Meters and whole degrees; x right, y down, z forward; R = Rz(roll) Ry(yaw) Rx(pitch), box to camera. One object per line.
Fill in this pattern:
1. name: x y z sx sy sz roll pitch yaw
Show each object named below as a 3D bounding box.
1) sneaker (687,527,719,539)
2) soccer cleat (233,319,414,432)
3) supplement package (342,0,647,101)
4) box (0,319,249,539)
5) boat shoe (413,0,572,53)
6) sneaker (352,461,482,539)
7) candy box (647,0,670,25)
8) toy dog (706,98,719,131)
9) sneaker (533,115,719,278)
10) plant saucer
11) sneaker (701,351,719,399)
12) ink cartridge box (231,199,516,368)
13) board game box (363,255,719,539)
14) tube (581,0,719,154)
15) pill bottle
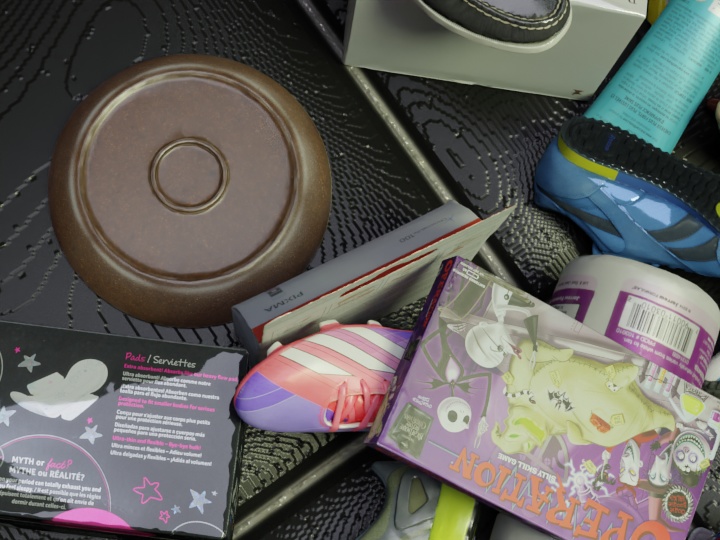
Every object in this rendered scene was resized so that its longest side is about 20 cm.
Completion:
1. sneaker: 0.196 0.217 0.809 0.199 0.071 0.113 6 80 -12
2. soccer cleat: 0.024 0.072 0.739 0.199 0.067 0.077 -5 43 -31
3. supplement package: 0.095 -0.249 0.871 0.190 0.147 0.201 8 75 -3
4. box: -0.171 0.102 0.771 0.199 0.132 0.115 8 74 -3
5. boat shoe: 0.046 -0.209 0.748 0.200 0.060 0.074 43 77 8
6. sneaker: 0.020 0.215 0.803 0.081 0.074 0.201 15 73 15
7. candy box: 0.259 -0.270 0.880 0.102 0.201 0.026 -12 39 -9
8. toy dog: 0.331 -0.130 0.895 0.199 0.132 0.096 -16 40 -13
9. sneaker: 0.213 -0.030 0.864 0.199 0.079 0.066 29 40 13
10. plant saucer: -0.118 -0.062 0.866 0.199 0.035 0.202 1 76 -5
11. sneaker: 0.298 0.016 0.874 0.200 0.075 0.087 -34 71 -17
12. ink cartridge box: 0.000 0.000 0.775 0.162 0.200 0.057 -26 77 -10
13. board game box: 0.113 0.089 0.728 0.199 0.032 0.121 28 79 -13
14. tube: 0.220 -0.142 0.888 0.077 0.050 0.201 35 100 8
15. pill bottle: 0.154 0.101 0.812 0.112 0.112 0.201 22 76 0
